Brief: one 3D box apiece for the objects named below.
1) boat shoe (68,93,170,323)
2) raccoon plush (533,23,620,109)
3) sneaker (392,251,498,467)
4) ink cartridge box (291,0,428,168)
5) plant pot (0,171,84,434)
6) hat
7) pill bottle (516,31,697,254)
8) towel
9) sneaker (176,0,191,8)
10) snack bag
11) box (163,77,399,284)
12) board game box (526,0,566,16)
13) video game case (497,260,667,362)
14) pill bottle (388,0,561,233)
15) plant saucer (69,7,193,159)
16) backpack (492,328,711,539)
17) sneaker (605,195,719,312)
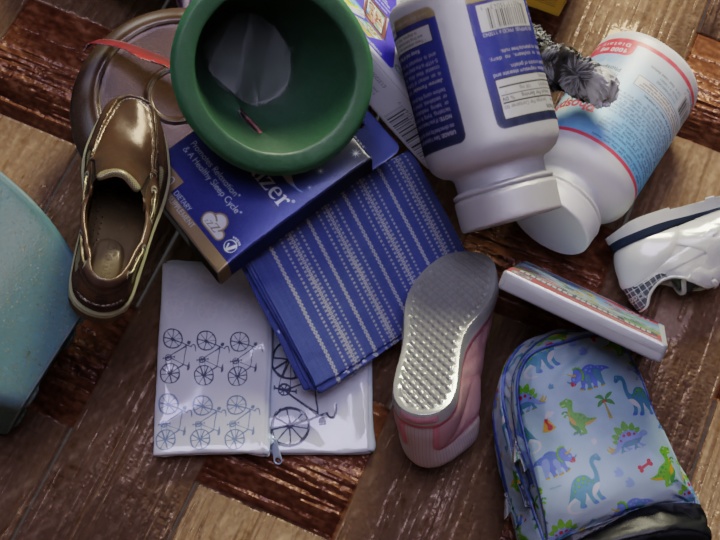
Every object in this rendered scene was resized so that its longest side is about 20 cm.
[{"bbox_3d":[-0.190,-0.062,1.228,0.074,0.075,0.204,7,63,-11],"label":"boat shoe"},{"bbox_3d":[0.160,-0.190,1.414,0.199,0.097,0.134,33,26,19],"label":"raccoon plush"},{"bbox_3d":[0.073,0.081,1.316,0.075,0.105,0.201,6,46,15],"label":"sneaker"},{"bbox_3d":[0.020,-0.223,1.401,0.198,0.043,0.201,45,30,-27],"label":"ink cartridge box"},{"bbox_3d":[-0.338,0.029,1.260,0.199,0.196,0.197,33,65,-8],"label":"plant pot"},{"bbox_3d":[-0.103,-0.182,1.314,0.200,0.176,0.166,43,85,-18],"label":"hat"},{"bbox_3d":[0.222,-0.116,1.403,0.108,0.109,0.201,31,65,11],"label":"pill bottle"},{"bbox_3d":[0.000,0.000,1.340,0.199,0.024,0.146,-31,95,-25],"label":"towel"},{"bbox_3d":[-0.140,-0.253,1.459,0.080,0.089,0.202,-4,63,-4],"label":"sneaker"},{"bbox_3d":[-0.081,0.077,1.339,0.198,0.021,0.190,2,63,-3],"label":"snack bag"},{"bbox_3d":[-0.077,-0.094,1.303,0.199,0.032,0.121,-37,71,-14],"label":"box"},{"bbox_3d":[0.143,-0.316,1.474,0.152,0.041,0.200,21,29,7],"label":"board game box"},{"bbox_3d":[0.192,0.031,1.291,0.142,0.200,0.018,25,96,9],"label":"video game case"},{"bbox_3d":[0.104,-0.140,1.299,0.118,0.120,0.202,-14,89,-10],"label":"pill bottle"},{"bbox_3d":[-0.163,-0.151,1.358,0.198,0.032,0.202,0,72,-1],"label":"plant saucer"},{"bbox_3d":[0.187,0.149,1.266,0.161,0.154,0.201,-14,53,-1],"label":"backpack"},{"bbox_3d":[0.325,-0.024,1.394,0.198,0.076,0.081,-17,78,-7],"label":"sneaker"}]
